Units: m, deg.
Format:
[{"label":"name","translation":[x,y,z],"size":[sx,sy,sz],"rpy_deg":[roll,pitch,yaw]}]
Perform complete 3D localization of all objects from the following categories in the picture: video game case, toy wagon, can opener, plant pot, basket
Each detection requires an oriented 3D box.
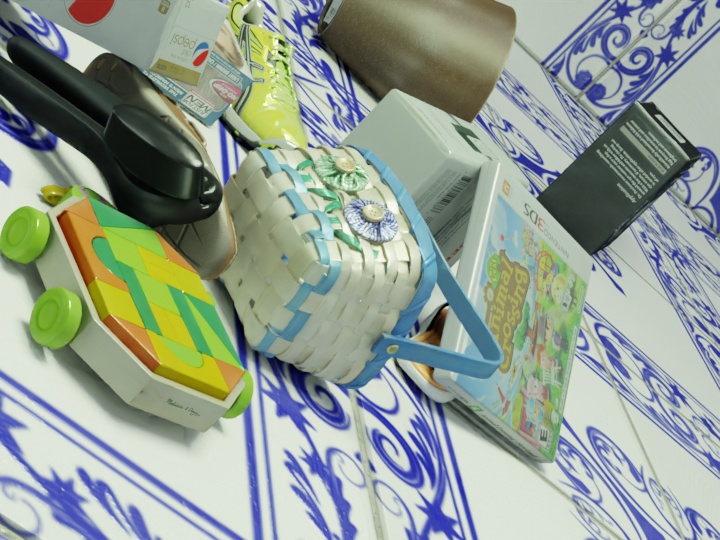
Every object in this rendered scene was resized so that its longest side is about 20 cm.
[{"label":"video game case","translation":[0.135,0.038,1.355],"size":[0.182,0.022,0.201],"rpy_deg":[40,57,-45]},{"label":"toy wagon","translation":[-0.141,0.008,0.943],"size":[0.155,0.040,0.201],"rpy_deg":[29,24,-47]},{"label":"can opener","translation":[-0.167,-0.095,1.034],"size":[0.200,0.079,0.063],"rpy_deg":[36,36,25]},{"label":"plant pot","translation":[0.055,-0.279,1.916],"size":[0.199,0.188,0.187],"rpy_deg":[25,22,-17]},{"label":"basket","translation":[0.000,0.000,1.138],"size":[0.199,0.139,0.177],"rpy_deg":[15,33,-44]}]

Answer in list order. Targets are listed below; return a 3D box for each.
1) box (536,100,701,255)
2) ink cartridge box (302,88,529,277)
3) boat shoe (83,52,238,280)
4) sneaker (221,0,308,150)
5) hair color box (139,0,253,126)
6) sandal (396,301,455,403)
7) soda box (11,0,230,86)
[{"label":"box","translation":[0.374,-0.134,2.287],"size":[0.118,0.200,0.197],"rpy_deg":[48,17,8]},{"label":"ink cartridge box","translation":[0.044,-0.065,1.396],"size":[0.083,0.147,0.200],"rpy_deg":[51,16,21]},{"label":"boat shoe","translation":[-0.131,-0.072,1.102],"size":[0.072,0.076,0.201],"rpy_deg":[27,27,-54]},{"label":"sneaker","translation":[-0.093,-0.174,1.428],"size":[0.075,0.076,0.201],"rpy_deg":[26,27,-54]},{"label":"hair color box","translation":[-0.166,-0.222,1.387],"size":[0.100,0.060,0.201],"rpy_deg":[33,22,-37]},{"label":"sandal","translation":[0.089,0.063,1.357],"size":[0.079,0.059,0.207],"rpy_deg":[48,16,3]},{"label":"soda box","translation":[-0.195,-0.202,1.136],"size":[0.199,0.064,0.068],"rpy_deg":[28,9,24]}]
